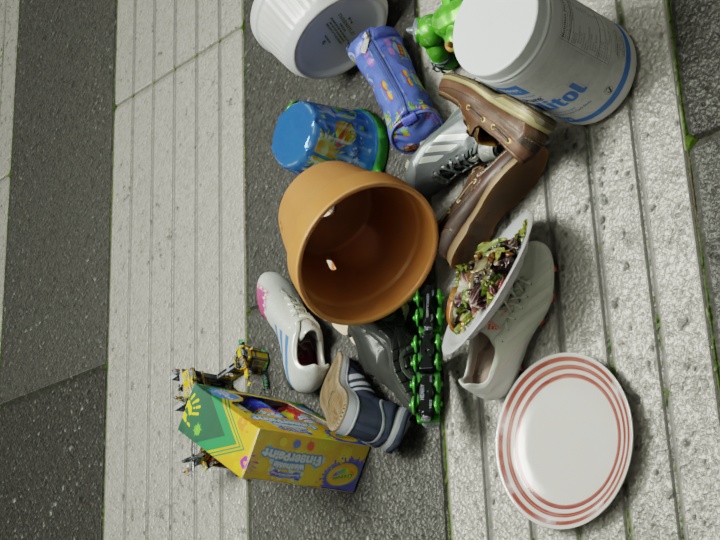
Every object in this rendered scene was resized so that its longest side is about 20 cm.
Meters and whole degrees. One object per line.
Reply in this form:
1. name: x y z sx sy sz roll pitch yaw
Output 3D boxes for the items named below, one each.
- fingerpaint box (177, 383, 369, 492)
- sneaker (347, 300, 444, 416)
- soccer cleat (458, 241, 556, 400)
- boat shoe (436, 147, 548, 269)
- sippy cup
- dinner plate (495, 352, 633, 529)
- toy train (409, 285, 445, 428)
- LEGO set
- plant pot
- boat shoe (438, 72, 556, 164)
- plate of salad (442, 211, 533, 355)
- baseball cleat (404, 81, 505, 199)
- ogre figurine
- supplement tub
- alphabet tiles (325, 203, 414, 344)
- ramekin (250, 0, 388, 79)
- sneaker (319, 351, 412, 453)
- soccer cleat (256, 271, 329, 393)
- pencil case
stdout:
1. fingerpaint box: -0.116 0.225 1.678 0.166 0.199 0.074 25 97 48
2. sneaker: 0.044 0.118 1.640 0.201 0.075 0.091 61 143 33
3. soccer cleat: 0.178 0.059 1.495 0.069 0.077 0.202 22 95 48
4. boat shoe: 0.155 -0.096 1.570 0.200 0.070 0.071 -52 51 24
5. sippy cup: -0.051 -0.178 1.776 0.177 0.130 0.141 2 81 47
6. dinner plate: 0.236 0.196 1.433 0.199 0.024 0.202 -17 67 43
7. toy train: 0.087 0.109 1.563 0.041 0.057 0.202 -4 52 11
8. LEGO set: -0.209 0.204 1.848 0.153 0.115 0.202 -24 62 41
9. plant pot: -0.018 -0.052 1.597 0.201 0.199 0.140 -61 38 15
10. boat shoe: 0.153 -0.188 1.520 0.200 0.072 0.068 37 104 49
11. plate of salad: 0.145 0.010 1.498 0.201 0.048 0.200 -58 5 8
12. baseball cleat: 0.132 -0.154 1.614 0.201 0.069 0.107 -56 45 22
13. ogre figurine: 0.146 -0.315 1.608 0.199 0.119 0.099 9 85 49
14. supplement tub: 0.217 -0.258 1.451 0.131 0.199 0.133 -16 67 44
15. alphabet tiles: 0.000 0.000 1.718 0.200 0.015 0.197 36 120 36
16. ramekin: -0.051 -0.365 1.789 0.203 0.201 0.095 -49 60 27
17. sneaker: 0.009 0.179 1.664 0.200 0.108 0.071 -107 40 -71
18. soccer cleat: -0.090 0.077 1.787 0.086 0.069 0.201 -51 53 47
19. pencil case: 0.046 -0.257 1.727 0.078 0.087 0.201 -31 55 12
